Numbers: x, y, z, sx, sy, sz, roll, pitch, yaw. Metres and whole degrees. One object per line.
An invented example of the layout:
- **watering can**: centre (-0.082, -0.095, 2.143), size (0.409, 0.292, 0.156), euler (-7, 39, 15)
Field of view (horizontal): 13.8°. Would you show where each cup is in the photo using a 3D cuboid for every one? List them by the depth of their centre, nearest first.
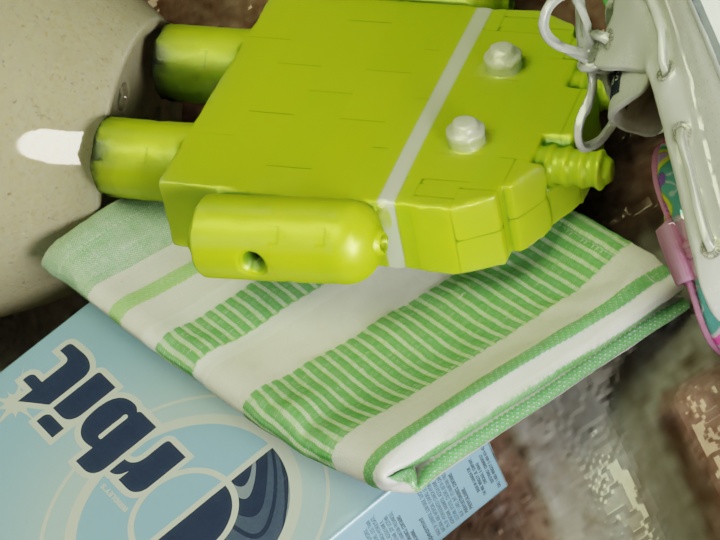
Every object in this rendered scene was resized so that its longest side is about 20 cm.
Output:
- **cup**: centre (-0.153, -0.060, 1.181), size (0.142, 0.201, 0.201), euler (10, 68, 14)

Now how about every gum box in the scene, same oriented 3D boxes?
- **gum box**: centre (-0.075, 0.085, 1.085), size (0.200, 0.045, 0.170), euler (-38, 46, -13)

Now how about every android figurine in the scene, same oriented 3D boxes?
- **android figurine**: centre (0.005, -0.055, 1.103), size (0.199, 0.041, 0.182), euler (6, 41, 23)

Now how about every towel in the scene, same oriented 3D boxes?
- **towel**: centre (0.000, 0.000, 1.084), size (0.152, 0.023, 0.200), euler (-33, 44, -25)

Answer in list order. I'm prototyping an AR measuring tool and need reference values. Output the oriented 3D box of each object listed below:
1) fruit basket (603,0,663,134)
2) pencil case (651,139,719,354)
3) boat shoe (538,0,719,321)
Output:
- **fruit basket**: centre (0.175, -0.147, 1.072), size (0.199, 0.094, 0.186), euler (-18, 54, 6)
- **pencil case**: centre (0.196, -0.037, 0.976), size (0.199, 0.087, 0.088), euler (-19, 54, 26)
- **boat shoe**: centre (0.100, -0.069, 0.968), size (0.086, 0.074, 0.203), euler (-30, 60, 22)
